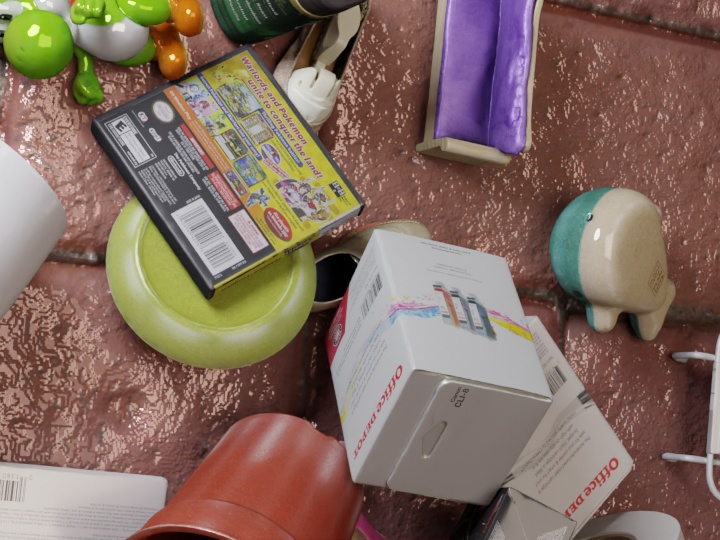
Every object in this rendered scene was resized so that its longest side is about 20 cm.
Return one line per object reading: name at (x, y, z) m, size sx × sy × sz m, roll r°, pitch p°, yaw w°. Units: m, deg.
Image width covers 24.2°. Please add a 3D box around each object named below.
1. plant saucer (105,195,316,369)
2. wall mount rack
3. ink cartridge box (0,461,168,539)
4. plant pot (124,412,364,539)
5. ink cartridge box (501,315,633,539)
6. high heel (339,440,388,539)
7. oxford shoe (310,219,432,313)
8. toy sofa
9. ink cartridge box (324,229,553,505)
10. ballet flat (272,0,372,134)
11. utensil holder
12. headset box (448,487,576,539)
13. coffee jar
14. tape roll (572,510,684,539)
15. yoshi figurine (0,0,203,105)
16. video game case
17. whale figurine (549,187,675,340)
plant saucer at (-0.133, -0.009, 1.542) m, size 0.198 × 0.031 × 0.202 m, roll 6°, pitch 64°, yaw -13°
wall mount rack at (0.425, 0.163, 1.889) m, size 0.172 × 0.074 × 0.203 m, roll 11°, pitch 82°, yaw -26°
ink cartridge box at (-0.275, 0.262, 1.479) m, size 0.198 × 0.045 × 0.179 m, roll 10°, pitch 81°, yaw -29°
plant pot at (-0.095, 0.243, 1.487) m, size 0.202 × 0.200 × 0.196 m, roll 54°, pitch 35°, yaw -16°
ink cartridge box at (0.167, 0.170, 1.724) m, size 0.146 × 0.084 × 0.201 m, roll -42°, pitch 108°, yaw -25°
high heel at (-0.013, 0.266, 1.608) m, size 0.096 × 0.067 × 0.202 m, roll -19°, pitch 92°, yaw -51°
oxford shoe at (0.000, 0.000, 1.642) m, size 0.199 × 0.074 × 0.072 m, roll -25°, pitch 100°, yaw -29°
toy sofa at (0.122, -0.212, 1.716) m, size 0.082 × 0.097 × 0.203 m, roll 10°, pitch 83°, yaw -30°
ink cartridge box at (0.066, 0.090, 1.542) m, size 0.143 × 0.146 × 0.201 m, roll 13°, pitch 36°, yaw -20°
ballet flat at (-0.040, -0.203, 1.636) m, size 0.068 × 0.067 × 0.202 m, roll 25°, pitch 75°, yaw -26°
utensil holder at (-0.360, -0.008, 1.376) m, size 0.170 × 0.169 × 0.201 m, roll 43°, pitch 66°, yaw -21°
headset box at (0.120, 0.287, 1.580) m, size 0.077 × 0.200 × 0.150 m, roll 27°, pitch 81°, yaw -4°
coffee jar at (-0.055, -0.271, 1.554) m, size 0.104 × 0.199 × 0.086 m, roll -28°, pitch 100°, yaw -28°
tape roll at (0.249, 0.349, 1.695) m, size 0.201 × 0.202 × 0.141 m, roll -25°, pitch 99°, yaw -29°
yoshi figurine at (-0.241, -0.205, 1.497) m, size 0.198 × 0.112 × 0.114 m, roll -1°, pitch 94°, yaw -28°
video game case at (-0.122, -0.095, 1.555) m, size 0.180 × 0.026 × 0.201 m, roll -29°, pitch 75°, yaw -26°
whale figurine at (0.272, -0.005, 1.806) m, size 0.200 × 0.103 × 0.160 m, roll 46°, pitch 64°, yaw -47°
